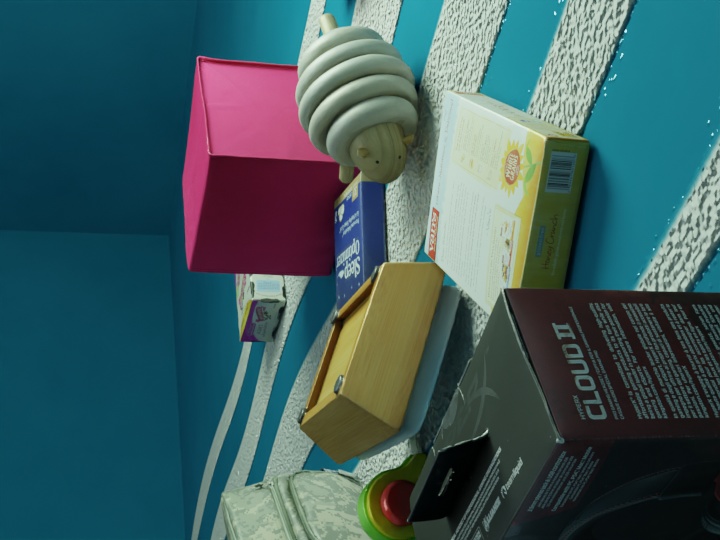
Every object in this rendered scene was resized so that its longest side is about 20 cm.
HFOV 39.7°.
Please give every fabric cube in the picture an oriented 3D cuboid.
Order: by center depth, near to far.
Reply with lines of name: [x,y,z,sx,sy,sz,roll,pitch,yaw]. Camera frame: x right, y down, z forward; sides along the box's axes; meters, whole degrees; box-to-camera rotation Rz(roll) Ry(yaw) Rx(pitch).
fabric cube: [-0.124,-0.133,1.296,0.200,0.194,0.201,107,158,-44]

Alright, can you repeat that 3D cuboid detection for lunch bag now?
lunch bag: [-0.050,0.307,1.061,0.200,0.166,0.141,-128,30,-64]

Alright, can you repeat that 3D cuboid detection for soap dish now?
soap dish: [0.012,0.087,0.929,0.200,0.081,0.159,131,160,-66]

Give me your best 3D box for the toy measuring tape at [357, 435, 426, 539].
toy measuring tape: [0.028,0.192,0.966,0.074,0.073,0.202,122,145,-61]

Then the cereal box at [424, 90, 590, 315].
cereal box: [0.104,-0.051,0.769,0.200,0.039,0.145,-126,40,-66]

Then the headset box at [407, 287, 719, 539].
headset box: [0.118,0.084,0.424,0.075,0.198,0.149,-104,23,-43]

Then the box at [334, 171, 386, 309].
box: [0.000,0.000,1.149,0.121,0.032,0.202,142,127,-69]

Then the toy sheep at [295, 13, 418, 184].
toy sheep: [-0.006,-0.176,1.010,0.201,0.137,0.138,64,154,21]

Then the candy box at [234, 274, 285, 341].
candy box: [-0.178,0.004,1.717,0.137,0.060,0.202,113,152,-52]
